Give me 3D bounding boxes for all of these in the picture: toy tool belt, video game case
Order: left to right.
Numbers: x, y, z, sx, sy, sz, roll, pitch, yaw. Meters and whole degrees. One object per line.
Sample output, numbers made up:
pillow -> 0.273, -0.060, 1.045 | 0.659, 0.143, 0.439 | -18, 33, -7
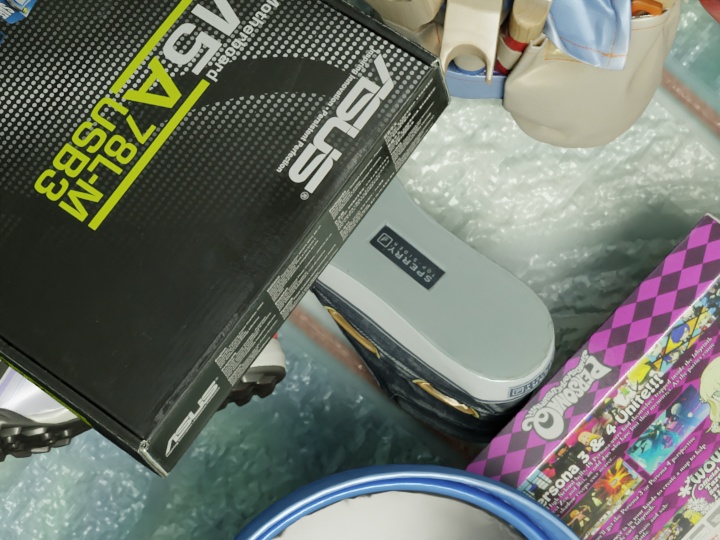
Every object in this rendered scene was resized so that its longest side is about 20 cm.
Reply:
toy tool belt -> 0.048, -0.130, 0.932 | 0.199, 0.123, 0.126 | 7, 68, -2
video game case -> 0.139, 0.095, 0.990 | 0.200, 0.036, 0.181 | -47, 134, 3

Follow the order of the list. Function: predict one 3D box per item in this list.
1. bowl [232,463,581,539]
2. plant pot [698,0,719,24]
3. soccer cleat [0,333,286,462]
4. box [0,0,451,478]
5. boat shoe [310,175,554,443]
bowl -> 0.016, 0.177, 0.905 | 0.199, 0.039, 0.202 | -2, 99, -10
plant pot -> 0.275, -0.119, 0.941 | 0.200, 0.200, 0.177 | -43, 112, 2
soccer cleat -> -0.136, 0.039, 0.986 | 0.199, 0.068, 0.074 | -13, 75, 2
box -> -0.097, -0.049, 0.883 | 0.193, 0.048, 0.200 | 34, 78, 22
boat shoe -> 0.000, 0.000, 0.987 | 0.200, 0.091, 0.071 | 44, 67, 14
